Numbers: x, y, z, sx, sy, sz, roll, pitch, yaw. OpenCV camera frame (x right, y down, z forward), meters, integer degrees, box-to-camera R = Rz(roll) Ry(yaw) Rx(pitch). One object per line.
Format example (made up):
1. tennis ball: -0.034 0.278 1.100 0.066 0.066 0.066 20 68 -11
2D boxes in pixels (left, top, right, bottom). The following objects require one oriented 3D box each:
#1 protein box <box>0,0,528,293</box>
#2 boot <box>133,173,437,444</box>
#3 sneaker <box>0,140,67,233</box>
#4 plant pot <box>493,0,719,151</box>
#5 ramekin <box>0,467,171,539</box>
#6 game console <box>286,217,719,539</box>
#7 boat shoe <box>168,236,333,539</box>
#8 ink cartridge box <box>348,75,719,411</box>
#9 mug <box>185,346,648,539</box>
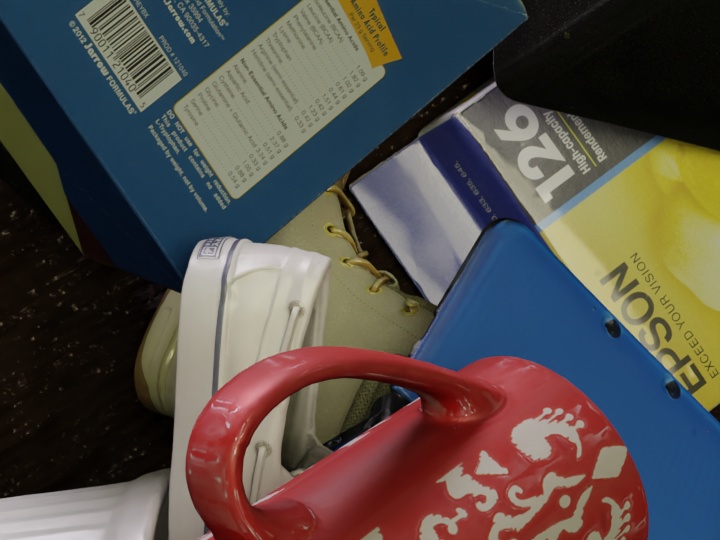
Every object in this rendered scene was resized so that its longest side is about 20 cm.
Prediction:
1. protein box: -0.075 -0.133 1.284 0.200 0.135 0.199 -41 114 -16
2. boot: 0.000 0.000 1.379 0.154 0.072 0.200 22 80 30
3. sneaker: -0.152 -0.092 1.385 0.089 0.074 0.200 -44 96 -15
4. plant pot: 0.192 -0.184 1.406 0.200 0.177 0.200 11 68 -27
5. ramekin: -0.119 0.186 1.257 0.097 0.200 0.201 -3 83 7
6. game console: 0.057 0.107 1.331 0.200 0.171 0.118 45 31 -25
7. boat shoe: -0.040 0.087 1.222 0.065 0.074 0.200 5 108 13
8. ink cartridge box: 0.130 -0.021 1.475 0.200 0.047 0.198 -37 95 -20
9. mug: 0.015 0.112 1.136 0.133 0.178 0.200 38 50 23
